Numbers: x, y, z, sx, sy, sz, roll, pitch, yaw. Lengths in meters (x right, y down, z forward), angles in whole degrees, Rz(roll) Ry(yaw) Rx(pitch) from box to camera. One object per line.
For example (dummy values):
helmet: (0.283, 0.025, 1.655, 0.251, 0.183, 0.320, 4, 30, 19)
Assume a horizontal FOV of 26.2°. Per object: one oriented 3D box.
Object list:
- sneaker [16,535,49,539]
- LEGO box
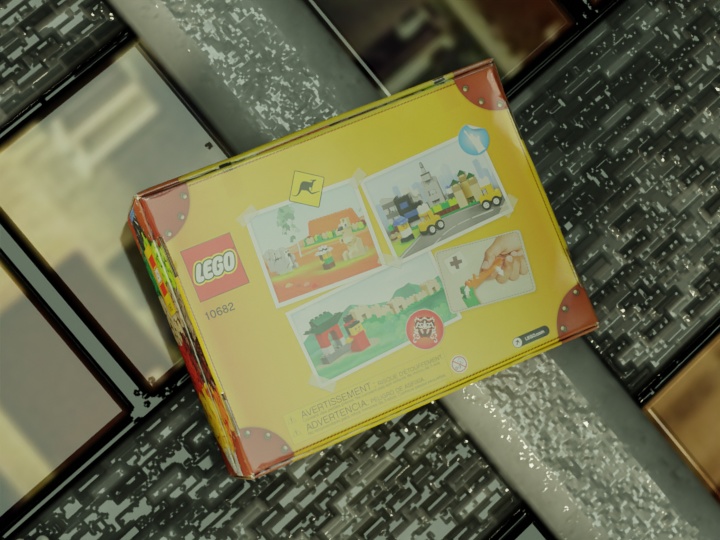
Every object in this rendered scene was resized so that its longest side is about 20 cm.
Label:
sneaker: (-0.176, 0.163, 0.753, 0.199, 0.073, 0.071, 26, 46, -1)
LEGO box: (0.000, 0.000, 0.797, 0.198, 0.077, 0.150, -22, 88, -13)
